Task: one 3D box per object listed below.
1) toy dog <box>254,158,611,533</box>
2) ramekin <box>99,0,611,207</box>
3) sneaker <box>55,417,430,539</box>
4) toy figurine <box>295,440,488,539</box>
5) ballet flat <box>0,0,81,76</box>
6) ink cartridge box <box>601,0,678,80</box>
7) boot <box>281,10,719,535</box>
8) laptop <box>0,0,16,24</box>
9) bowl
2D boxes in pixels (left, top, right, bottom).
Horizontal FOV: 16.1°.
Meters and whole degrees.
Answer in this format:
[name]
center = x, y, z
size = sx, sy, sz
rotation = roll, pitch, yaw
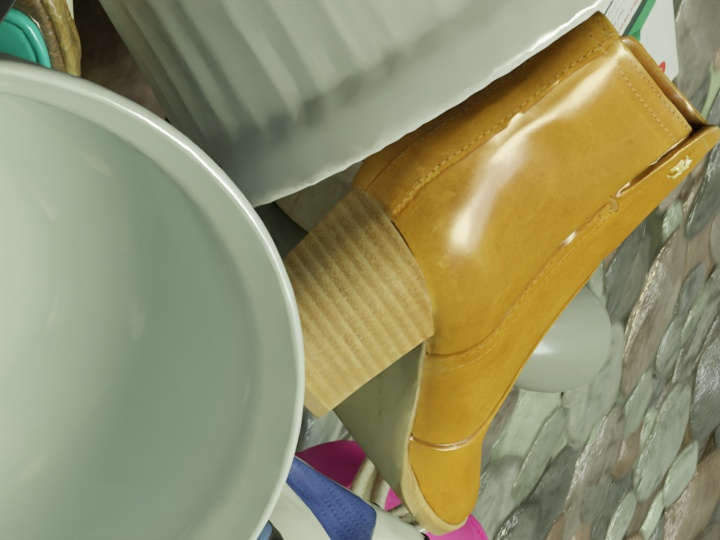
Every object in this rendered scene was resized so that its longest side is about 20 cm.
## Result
[toy dog]
center = 0.000, 0.000, 0.889
size = 0.132, 0.096, 0.200
rotation = -41, 147, 1
[ramekin]
center = 0.011, -0.112, 0.745
size = 0.098, 0.200, 0.200
rotation = 56, 48, -11
[sneaker]
center = -0.047, 0.073, 0.778
size = 0.081, 0.199, 0.115
rotation = -43, 143, 17
[toy figurine]
center = -0.018, 0.158, 1.019
size = 0.200, 0.150, 0.184
rotation = -17, 123, -35
[ballet flat]
center = -0.111, -0.094, 0.696
size = 0.200, 0.068, 0.072
rotation = 78, 22, -47
[ink cartridge box]
center = 0.051, -0.102, 0.976
size = 0.146, 0.084, 0.200
rotation = -55, 152, -25
[boot]
center = 0.050, 0.003, 0.769
size = 0.144, 0.071, 0.201
rotation = -38, 157, 1
[laptop]
center = -0.139, -0.136, 0.535
size = 0.177, 0.103, 0.200
rotation = -60, 155, -17
[bowl]
center = -0.121, 0.017, 0.674
size = 0.201, 0.090, 0.201
rotation = -8, 121, -12
